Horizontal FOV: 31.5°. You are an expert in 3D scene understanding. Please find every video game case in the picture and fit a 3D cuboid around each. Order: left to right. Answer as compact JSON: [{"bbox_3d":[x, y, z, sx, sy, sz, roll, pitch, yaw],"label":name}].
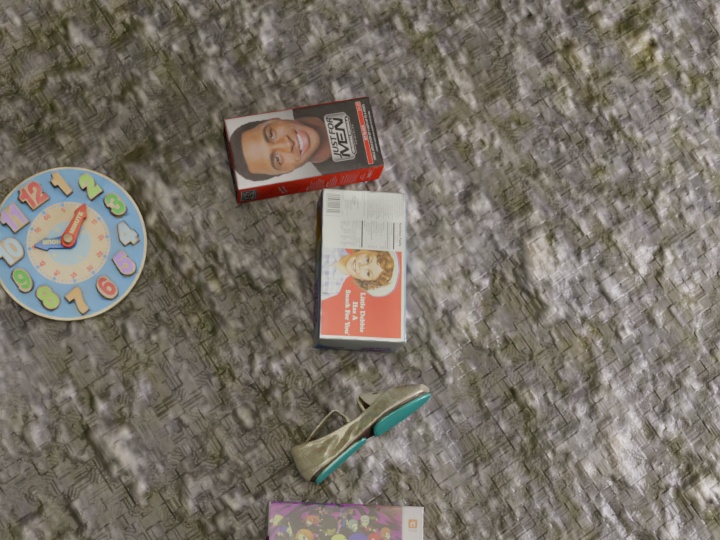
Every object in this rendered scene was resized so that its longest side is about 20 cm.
[{"bbox_3d":[-0.021,0.381,1.573,0.197,0.036,0.184,4,74,-7],"label":"video game case"}]

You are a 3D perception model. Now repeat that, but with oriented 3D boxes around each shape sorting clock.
[{"bbox_3d":[-0.373,-0.036,1.632,0.197,0.039,0.203,2,75,-7],"label":"shape sorting clock"}]

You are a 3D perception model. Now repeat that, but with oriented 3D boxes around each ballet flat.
[{"bbox_3d":[-0.002,0.189,1.612,0.199,0.068,0.063,-35,72,-15],"label":"ballet flat"}]

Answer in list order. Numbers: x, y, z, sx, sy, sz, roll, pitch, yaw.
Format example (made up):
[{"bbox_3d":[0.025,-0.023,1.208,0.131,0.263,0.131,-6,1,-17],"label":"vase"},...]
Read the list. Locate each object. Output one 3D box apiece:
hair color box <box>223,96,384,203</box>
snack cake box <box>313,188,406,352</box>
[{"bbox_3d":[-0.076,-0.160,1.694,0.198,0.061,0.103,-11,78,-10],"label":"hair color box"},{"bbox_3d":[0.000,0.000,1.659,0.114,0.067,0.203,4,75,-9],"label":"snack cake box"}]
